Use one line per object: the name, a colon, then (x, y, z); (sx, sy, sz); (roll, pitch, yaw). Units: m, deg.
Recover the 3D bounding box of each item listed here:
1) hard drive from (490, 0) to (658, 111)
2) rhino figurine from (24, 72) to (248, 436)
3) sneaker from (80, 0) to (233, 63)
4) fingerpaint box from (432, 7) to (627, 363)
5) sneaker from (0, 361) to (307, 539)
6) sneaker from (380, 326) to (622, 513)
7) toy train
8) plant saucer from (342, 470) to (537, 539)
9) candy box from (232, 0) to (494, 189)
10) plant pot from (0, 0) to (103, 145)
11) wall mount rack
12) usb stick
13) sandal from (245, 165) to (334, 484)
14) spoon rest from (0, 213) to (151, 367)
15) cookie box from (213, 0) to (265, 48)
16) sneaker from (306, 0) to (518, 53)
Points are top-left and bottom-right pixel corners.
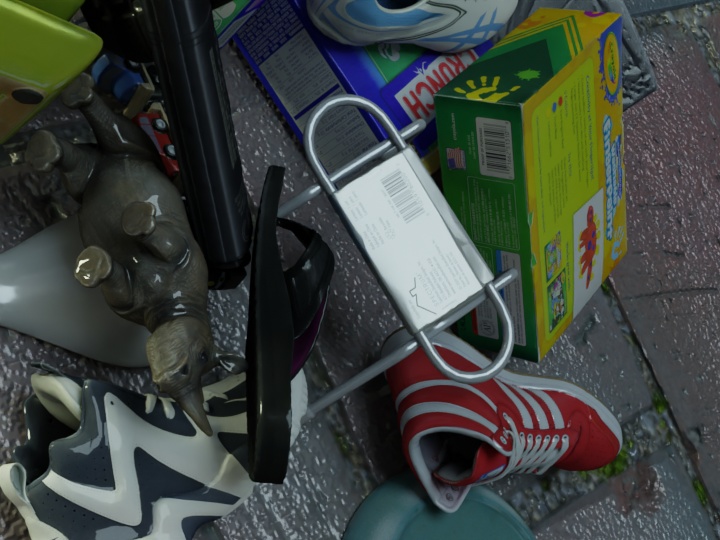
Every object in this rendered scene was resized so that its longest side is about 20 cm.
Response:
hard drive: (0.147, -0.205, 1.026); (0.134, 0.042, 0.201); (-33, 102, -7)
rhino figurine: (-0.112, -0.003, 0.656); (0.202, 0.059, 0.087); (64, 6, 22)
sneaker: (-0.081, -0.183, 0.720); (0.115, 0.199, 0.076); (-36, 108, -34)
fingerpaint box: (0.129, -0.066, 0.906); (0.167, 0.073, 0.202); (-43, 134, -43)
sneaker: (-0.118, 0.080, 0.686); (0.199, 0.079, 0.130); (-47, 111, -33)
sneaker: (0.103, 0.119, 0.840); (0.198, 0.071, 0.113); (24, 32, -21)
toy train: (-0.124, -0.074, 0.765); (0.045, 0.034, 0.202); (-5, 60, -41)
plant saucer: (0.068, 0.226, 0.812); (0.198, 0.027, 0.203); (19, 58, -33)
candy box: (0.009, -0.162, 0.913); (0.169, 0.077, 0.201); (-39, 98, -44)
plant pot: (-0.234, -0.168, 0.636); (0.198, 0.198, 0.184); (18, 66, -34)
wall mount rack: (0.000, 0.000, 0.788); (0.173, 0.075, 0.201); (-32, 91, -20)
usb stick: (-0.087, -0.094, 0.658); (0.056, 0.032, 0.202); (-90, 173, -55)
sandal: (-0.039, 0.028, 0.695); (0.047, 0.076, 0.202); (4, 52, -9)
spoon rest: (-0.172, 0.004, 0.705); (0.199, 0.060, 0.101); (9, 64, -52)
cookie box: (-0.116, -0.261, 0.777); (0.200, 0.171, 0.075); (46, 25, -6)
sneaker: (0.051, -0.194, 0.862); (0.199, 0.072, 0.073); (-15, 78, -44)
